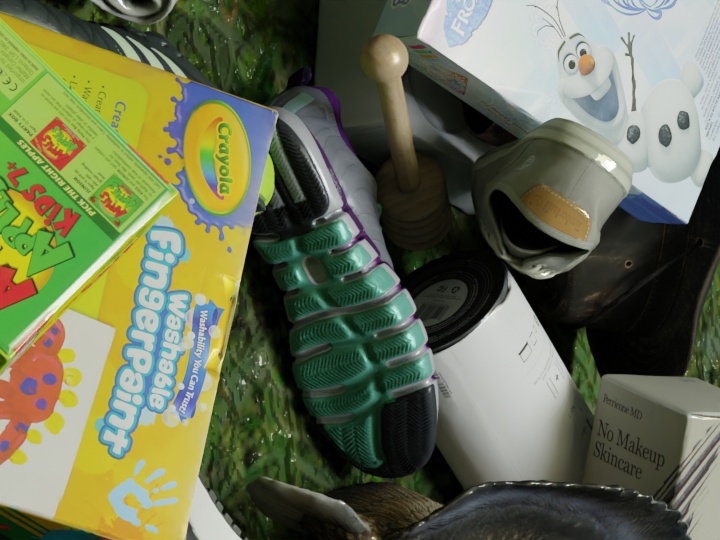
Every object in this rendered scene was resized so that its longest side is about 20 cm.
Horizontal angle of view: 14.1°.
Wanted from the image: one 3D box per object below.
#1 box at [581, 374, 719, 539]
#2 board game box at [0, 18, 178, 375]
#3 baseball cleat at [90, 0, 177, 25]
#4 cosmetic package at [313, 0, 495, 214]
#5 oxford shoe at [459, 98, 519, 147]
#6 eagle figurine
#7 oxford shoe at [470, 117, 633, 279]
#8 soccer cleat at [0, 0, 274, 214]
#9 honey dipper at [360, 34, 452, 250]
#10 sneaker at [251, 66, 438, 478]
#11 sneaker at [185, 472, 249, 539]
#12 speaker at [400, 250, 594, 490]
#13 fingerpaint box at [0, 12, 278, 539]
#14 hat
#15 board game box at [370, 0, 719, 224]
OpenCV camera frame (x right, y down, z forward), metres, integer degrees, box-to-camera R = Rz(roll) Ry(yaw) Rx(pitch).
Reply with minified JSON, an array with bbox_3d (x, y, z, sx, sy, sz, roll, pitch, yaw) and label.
[{"bbox_3d":[0.151,0.159,1.490,0.068,0.082,0.201,3,101,-32],"label":"box"},{"bbox_3d":[-0.177,-0.061,1.105,0.200,0.048,0.102,45,60,-1],"label":"board game box"},{"bbox_3d":[-0.082,-0.157,1.340,0.199,0.070,0.107,7,66,-44],"label":"baseball cleat"},{"bbox_3d":[0.042,-0.147,1.535,0.151,0.051,0.201,26,63,-53],"label":"cosmetic package"},{"bbox_3d":[0.074,-0.162,1.481,0.072,0.071,0.201,-7,90,-50],"label":"oxford shoe"},{"bbox_3d":[0.038,0.146,1.397,0.200,0.152,0.151,-32,152,-37],"label":"eagle figurine"},{"bbox_3d":[0.085,-0.025,1.448,0.075,0.200,0.058,30,78,-2],"label":"oxford shoe"},{"bbox_3d":[-0.115,-0.080,1.295,0.200,0.067,0.081,31,36,-44],"label":"soccer cleat"},{"bbox_3d":[0.018,-0.064,1.417,0.200,0.038,0.038,72,24,-67],"label":"honey dipper"},{"bbox_3d":[0.000,0.000,1.430,0.088,0.074,0.201,-52,126,-56],"label":"sneaker"},{"bbox_3d":[-0.109,0.118,1.250,0.200,0.075,0.088,52,51,-36],"label":"sneaker"},{"bbox_3d":[0.085,0.089,1.523,0.200,0.081,0.081,58,42,-31],"label":"speaker"},{"bbox_3d":[-0.137,0.009,1.165,0.166,0.073,0.201,18,64,-16],"label":"fingerpaint box"},{"bbox_3d":[0.130,-0.030,1.575,0.080,0.201,0.202,9,73,-16],"label":"hat"},{"bbox_3d":[0.121,-0.157,1.456,0.199,0.043,0.201,32,74,-34],"label":"board game box"}]
